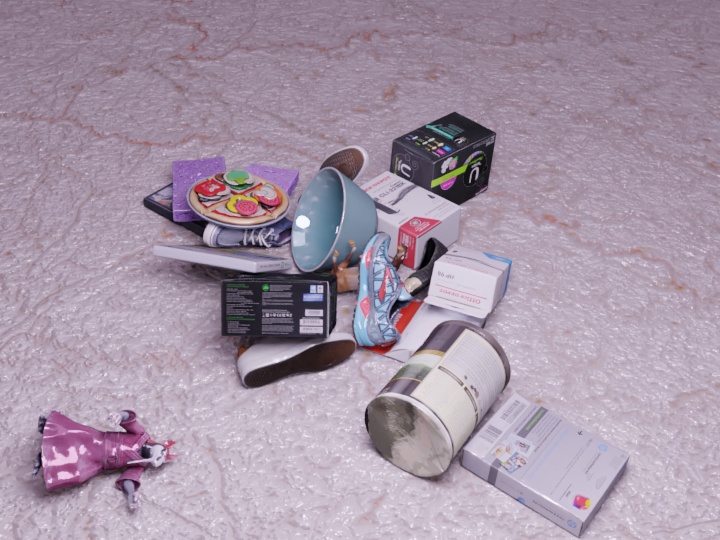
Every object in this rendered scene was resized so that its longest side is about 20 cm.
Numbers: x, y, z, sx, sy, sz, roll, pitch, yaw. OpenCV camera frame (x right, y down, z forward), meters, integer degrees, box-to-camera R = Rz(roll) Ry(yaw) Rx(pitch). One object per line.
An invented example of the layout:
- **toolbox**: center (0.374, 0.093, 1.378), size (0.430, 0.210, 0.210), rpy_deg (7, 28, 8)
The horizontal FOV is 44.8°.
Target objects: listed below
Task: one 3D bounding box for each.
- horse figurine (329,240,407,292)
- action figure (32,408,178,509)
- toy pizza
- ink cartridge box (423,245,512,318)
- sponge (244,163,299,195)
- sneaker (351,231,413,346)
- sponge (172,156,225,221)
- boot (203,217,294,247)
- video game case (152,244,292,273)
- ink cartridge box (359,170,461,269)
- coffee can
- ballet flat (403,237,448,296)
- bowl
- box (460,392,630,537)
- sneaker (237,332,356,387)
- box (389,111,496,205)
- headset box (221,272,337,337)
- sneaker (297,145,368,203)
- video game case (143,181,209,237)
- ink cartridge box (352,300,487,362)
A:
- **horse figurine**: center (0.000, 0.000, 1.595), size (0.199, 0.133, 0.050), rpy_deg (-6, 47, -28)
- **action figure**: center (-0.365, 0.267, 1.261), size (0.199, 0.135, 0.149), rpy_deg (4, -7, -18)
- **toy pizza**: center (-0.232, -0.144, 1.672), size (0.199, 0.032, 0.201), rpy_deg (7, 34, -5)
- **ink cartridge box**: center (0.194, 0.017, 1.553), size (0.115, 0.067, 0.200), rpy_deg (15, 17, 15)
- **sponge**: center (-0.198, -0.181, 1.825), size (0.111, 0.030, 0.200), rpy_deg (10, 21, 2)
- **sneaker**: center (0.046, 0.033, 1.492), size (0.095, 0.079, 0.201), rpy_deg (3, 78, 16)
- **sponge**: center (-0.330, -0.170, 1.799), size (0.111, 0.030, 0.200), rpy_deg (-5, 38, -8)
- **boot**: center (-0.207, -0.077, 1.685), size (0.090, 0.073, 0.200), rpy_deg (28, 32, 24)
- **video game case**: center (-0.246, -0.023, 1.588), size (0.199, 0.022, 0.182), rpy_deg (9, 5, 16)
- **ink cartridge box**: center (0.079, -0.105, 1.747), size (0.200, 0.084, 0.144), rpy_deg (29, 45, 32)
- **coffee can**: center (0.119, 0.189, 1.318), size (0.146, 0.147, 0.200), rpy_deg (23, 42, 24)
- **ballet flat**: center (0.109, -0.001, 1.591), size (0.057, 0.066, 0.200), rpy_deg (50, 31, -3)
- **bowl**: center (-0.039, -0.086, 1.652), size (0.105, 0.201, 0.201), rpy_deg (13, 30, -30)
- **box**: center (0.274, 0.281, 1.296), size (0.199, 0.041, 0.156), rpy_deg (26, 44, 29)
- **sneaker**: center (-0.109, 0.126, 1.447), size (0.199, 0.073, 0.085), rpy_deg (-12, 42, -16)
- **box**: center (0.171, -0.223, 1.851), size (0.200, 0.149, 0.124), rpy_deg (-30, 49, -34)
- **headset box**: center (-0.129, 0.055, 1.456), size (0.173, 0.093, 0.200), rpy_deg (1, 3, 3)
- **sneaker**: center (-0.047, -0.193, 1.769), size (0.073, 0.200, 0.085), rpy_deg (53, 37, 0)
- **video game case**: center (-0.319, -0.146, 1.825), size (0.199, 0.026, 0.181), rpy_deg (26, 44, 27)
- **ink cartridge box**: center (0.102, 0.096, 1.520), size (0.199, 0.057, 0.163), rpy_deg (21, 41, 16)
